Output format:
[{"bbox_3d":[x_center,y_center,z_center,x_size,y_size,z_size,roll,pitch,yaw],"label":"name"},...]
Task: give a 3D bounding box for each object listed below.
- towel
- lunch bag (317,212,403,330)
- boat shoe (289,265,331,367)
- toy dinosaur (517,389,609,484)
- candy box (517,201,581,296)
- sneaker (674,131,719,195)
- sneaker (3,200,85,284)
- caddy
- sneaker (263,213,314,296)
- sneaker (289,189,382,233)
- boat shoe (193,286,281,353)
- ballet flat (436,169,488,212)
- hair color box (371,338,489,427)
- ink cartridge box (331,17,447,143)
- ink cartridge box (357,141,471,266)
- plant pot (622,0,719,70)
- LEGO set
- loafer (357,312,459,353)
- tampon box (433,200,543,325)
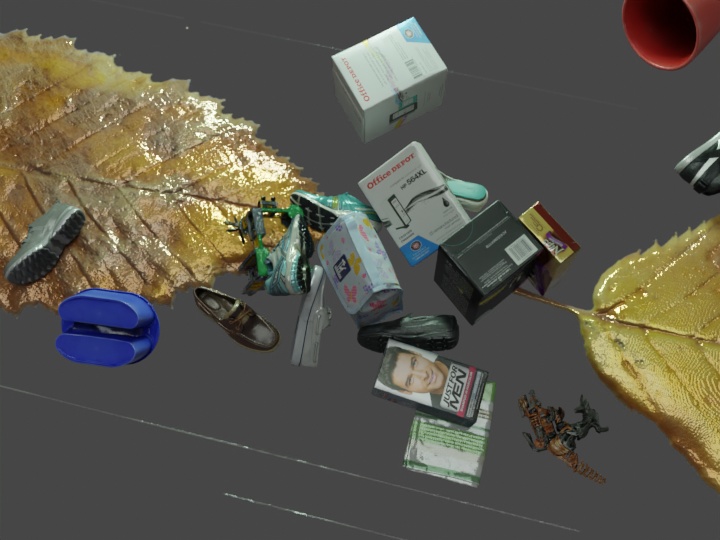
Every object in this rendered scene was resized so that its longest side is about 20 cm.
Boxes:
[{"bbox_3d":[0.171,0.294,1.554,0.147,0.031,0.202,14,69,3],"label":"towel"},{"bbox_3d":[0.000,0.000,1.566,0.126,0.200,0.171,-23,72,-7],"label":"lunch bag"},{"bbox_3d":[-0.087,0.090,1.581,0.065,0.074,0.202,12,106,-9],"label":"boat shoe"},{"bbox_3d":[0.382,0.303,1.525,0.135,0.102,0.201,-39,92,3],"label":"toy dinosaur"},{"bbox_3d":[0.344,-0.038,1.571,0.056,0.200,0.117,-36,74,-11],"label":"candy box"},{"bbox_3d":[0.761,-0.228,1.704,0.199,0.073,0.112,-36,77,-2],"label":"sneaker"},{"bbox_3d":[-0.652,-0.057,1.677,0.081,0.075,0.201,29,66,25],"label":"sneaker"},{"bbox_3d":[-0.491,0.110,1.590,0.197,0.105,0.143,8,93,3],"label":"caddy"},{"bbox_3d":[-0.141,-0.032,1.550,0.085,0.078,0.201,-13,40,14],"label":"sneaker"},{"bbox_3d":[-0.049,-0.122,1.689,0.198,0.078,0.080,18,52,2],"label":"sneaker"},{"bbox_3d":[-0.245,0.091,1.605,0.199,0.072,0.072,34,75,12],"label":"boat shoe"},{"bbox_3d":[0.165,-0.165,1.691,0.198,0.070,0.070,20,72,12],"label":"ballet flat"},{"bbox_3d":[0.129,0.210,1.531,0.198,0.061,0.100,18,70,2],"label":"hair color box"},{"bbox_3d":[0.058,-0.397,1.731,0.198,0.146,0.148,-27,73,-8],"label":"ink cartridge box"},{"bbox_3d":[0.109,-0.131,1.626,0.145,0.084,0.201,-35,87,13],"label":"ink cartridge box"},{"bbox_3d":[0.695,-0.559,1.762,0.177,0.201,0.201,-34,73,-19],"label":"plant pot"},{"bbox_3d":[-0.181,-0.034,1.649,0.152,0.116,0.202,-8,72,-33],"label":"LEGO set"},{"bbox_3d":[0.092,0.119,1.598,0.198,0.069,0.071,-3,49,5],"label":"loafer"},{"bbox_3d":[0.237,-0.010,1.564,0.149,0.200,0.127,-37,74,-10],"label":"tampon box"}]
